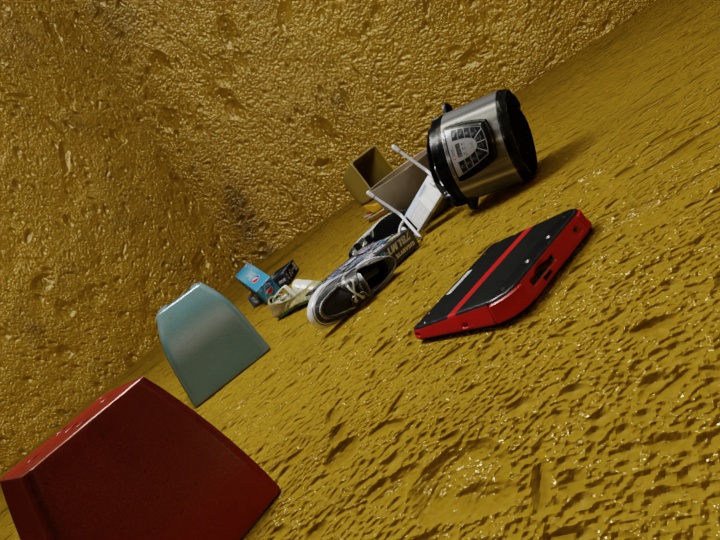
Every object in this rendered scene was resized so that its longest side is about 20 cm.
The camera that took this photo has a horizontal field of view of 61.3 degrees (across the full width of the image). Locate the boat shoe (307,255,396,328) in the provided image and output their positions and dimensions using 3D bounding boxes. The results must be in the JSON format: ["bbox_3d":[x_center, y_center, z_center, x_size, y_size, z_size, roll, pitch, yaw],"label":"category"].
[{"bbox_3d":[-0.011,0.034,1.097,0.198,0.073,0.067,-33,6,-32],"label":"boat shoe"}]

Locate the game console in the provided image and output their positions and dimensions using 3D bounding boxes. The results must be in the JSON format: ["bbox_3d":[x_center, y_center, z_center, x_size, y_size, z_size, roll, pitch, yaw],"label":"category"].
[{"bbox_3d":[0.168,0.007,0.720,0.199,0.031,0.176,-41,6,-33],"label":"game console"}]

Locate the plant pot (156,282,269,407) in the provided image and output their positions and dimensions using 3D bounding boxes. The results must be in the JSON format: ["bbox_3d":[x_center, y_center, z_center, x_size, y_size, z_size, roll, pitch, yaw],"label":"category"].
[{"bbox_3d":[-0.341,0.140,1.328,0.194,0.202,0.196,-37,9,-13],"label":"plant pot"}]

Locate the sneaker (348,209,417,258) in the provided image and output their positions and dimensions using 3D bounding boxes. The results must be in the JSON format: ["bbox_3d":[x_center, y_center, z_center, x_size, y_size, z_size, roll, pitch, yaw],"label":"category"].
[{"bbox_3d":[0.059,-0.091,1.423,0.198,0.075,0.089,-30,12,27],"label":"sneaker"}]

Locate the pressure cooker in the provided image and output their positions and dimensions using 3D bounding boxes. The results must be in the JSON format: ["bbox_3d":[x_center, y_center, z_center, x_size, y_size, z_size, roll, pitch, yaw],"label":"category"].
[{"bbox_3d":[0.220,-0.226,1.161,0.196,0.179,0.179,-16,43,31],"label":"pressure cooker"}]

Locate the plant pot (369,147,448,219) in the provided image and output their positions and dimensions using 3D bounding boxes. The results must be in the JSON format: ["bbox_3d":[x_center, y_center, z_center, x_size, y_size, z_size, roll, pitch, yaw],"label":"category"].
[{"bbox_3d":[0.136,-0.188,1.437,0.198,0.136,0.200,-34,9,6],"label":"plant pot"}]

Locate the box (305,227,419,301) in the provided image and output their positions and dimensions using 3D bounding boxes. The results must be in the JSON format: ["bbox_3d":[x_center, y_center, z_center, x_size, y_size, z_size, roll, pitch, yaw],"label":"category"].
[{"bbox_3d":[0.000,0.000,1.267,0.199,0.050,0.197,-40,11,-28],"label":"box"}]

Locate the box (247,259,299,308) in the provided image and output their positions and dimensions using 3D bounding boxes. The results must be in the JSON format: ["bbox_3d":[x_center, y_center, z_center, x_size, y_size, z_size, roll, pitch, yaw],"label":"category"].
[{"bbox_3d":[-0.303,0.044,2.135,0.158,0.044,0.200,-34,10,11],"label":"box"}]

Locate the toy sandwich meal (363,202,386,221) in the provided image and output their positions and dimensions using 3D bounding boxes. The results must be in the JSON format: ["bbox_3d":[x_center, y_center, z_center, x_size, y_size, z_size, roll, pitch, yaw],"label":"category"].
[{"bbox_3d":[0.087,-0.251,2.119,0.203,0.071,0.205,-34,9,6],"label":"toy sandwich meal"}]

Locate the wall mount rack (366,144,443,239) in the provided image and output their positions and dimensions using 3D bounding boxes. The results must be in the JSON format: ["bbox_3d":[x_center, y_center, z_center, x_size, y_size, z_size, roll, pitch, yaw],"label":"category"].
[{"bbox_3d":[0.104,-0.166,1.302,0.202,0.073,0.174,-58,43,20],"label":"wall mount rack"}]

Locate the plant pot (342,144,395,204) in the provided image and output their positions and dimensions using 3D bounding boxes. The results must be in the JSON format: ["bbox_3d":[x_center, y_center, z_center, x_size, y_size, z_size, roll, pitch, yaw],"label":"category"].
[{"bbox_3d":[0.027,-0.434,2.891,0.194,0.197,0.199,-41,3,-34],"label":"plant pot"}]

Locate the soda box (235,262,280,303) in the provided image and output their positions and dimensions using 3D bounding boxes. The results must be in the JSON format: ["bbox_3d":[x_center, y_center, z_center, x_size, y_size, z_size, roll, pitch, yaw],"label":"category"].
[{"bbox_3d":[-0.341,0.040,2.009,0.068,0.064,0.199,-47,32,-12],"label":"soda box"}]

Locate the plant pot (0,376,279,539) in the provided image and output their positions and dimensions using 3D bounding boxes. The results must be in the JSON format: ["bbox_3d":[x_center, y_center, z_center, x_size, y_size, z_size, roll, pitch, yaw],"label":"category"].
[{"bbox_3d":[-0.237,0.226,0.609,0.198,0.178,0.200,-23,15,48],"label":"plant pot"}]

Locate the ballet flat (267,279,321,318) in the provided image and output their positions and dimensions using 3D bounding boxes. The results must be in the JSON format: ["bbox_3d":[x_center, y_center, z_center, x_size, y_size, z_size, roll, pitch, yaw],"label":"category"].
[{"bbox_3d":[-0.159,0.058,1.491,0.198,0.071,0.071,-28,11,38],"label":"ballet flat"}]
